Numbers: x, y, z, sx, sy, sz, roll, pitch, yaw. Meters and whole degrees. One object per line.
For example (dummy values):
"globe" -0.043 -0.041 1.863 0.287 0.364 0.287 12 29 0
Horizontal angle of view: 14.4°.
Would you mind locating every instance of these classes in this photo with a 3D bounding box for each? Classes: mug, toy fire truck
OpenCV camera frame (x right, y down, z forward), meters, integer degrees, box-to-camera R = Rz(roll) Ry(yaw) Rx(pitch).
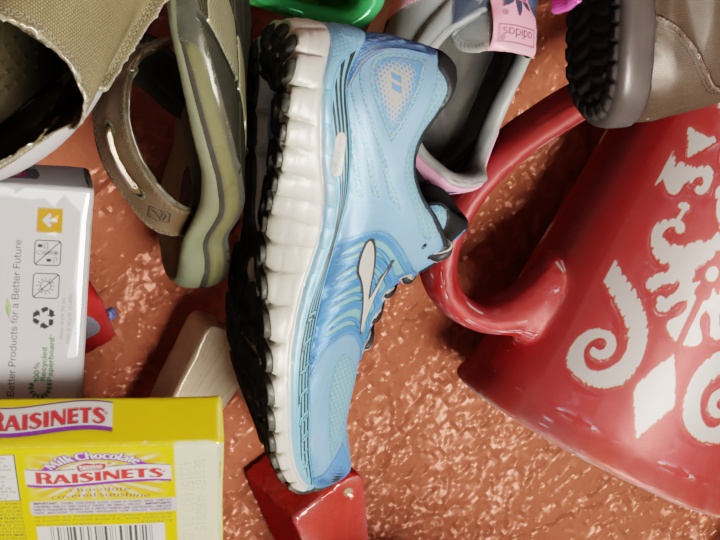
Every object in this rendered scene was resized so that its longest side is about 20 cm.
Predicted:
"mug" 0.135 -0.017 1.199 0.177 0.133 0.200 20 100 -57
"toy fire truck" -0.084 0.063 1.168 0.141 0.049 0.200 -28 124 -16

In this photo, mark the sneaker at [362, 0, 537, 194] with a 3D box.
"sneaker" 0.053 -0.124 1.131 0.070 0.082 0.200 3 112 -30

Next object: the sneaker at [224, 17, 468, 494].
"sneaker" 0.000 0.000 1.100 0.090 0.078 0.200 -2 121 -15

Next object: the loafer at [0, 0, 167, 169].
"loafer" -0.104 -0.081 0.916 0.200 0.067 0.076 -50 130 -13

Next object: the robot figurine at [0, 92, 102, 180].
"robot figurine" -0.164 -0.121 0.984 0.125 0.150 0.200 -52 131 -28

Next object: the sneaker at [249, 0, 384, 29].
"sneaker" -0.059 -0.154 1.050 0.200 0.084 0.074 32 96 -37

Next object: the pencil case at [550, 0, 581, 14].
"pencil case" 0.027 -0.190 1.044 0.200 0.088 0.088 41 90 -15

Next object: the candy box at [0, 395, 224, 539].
"candy box" -0.152 0.081 1.077 0.200 0.026 0.102 -1 147 -3

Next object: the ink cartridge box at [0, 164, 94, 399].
"ink cartridge box" -0.200 0.007 1.053 0.200 0.037 0.095 2 107 -11

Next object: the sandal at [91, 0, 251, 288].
"sandal" -0.072 -0.049 1.060 0.057 0.080 0.201 3 152 -6

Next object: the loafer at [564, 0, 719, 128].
"loafer" 0.126 -0.154 1.138 0.071 0.073 0.200 5 92 -21
